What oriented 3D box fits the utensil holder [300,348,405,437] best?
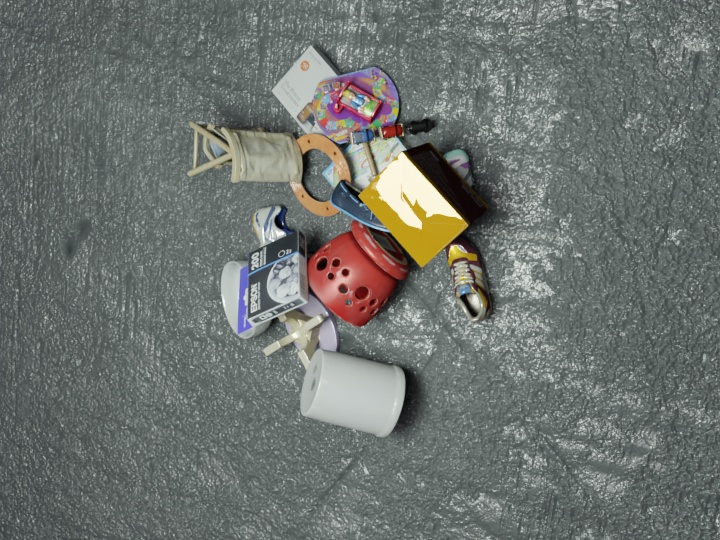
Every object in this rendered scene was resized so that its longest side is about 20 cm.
[{"bbox_3d":[-0.021,0.281,1.695,0.199,0.170,0.171,16,105,-16],"label":"utensil holder"}]

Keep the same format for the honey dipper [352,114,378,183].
[{"bbox_3d":[0.018,-0.267,1.696,0.038,0.038,0.201,-19,87,25],"label":"honey dipper"}]

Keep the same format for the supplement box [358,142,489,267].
[{"bbox_3d":[0.137,-0.142,1.531,0.197,0.200,0.133,48,116,3],"label":"supplement box"}]

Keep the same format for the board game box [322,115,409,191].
[{"bbox_3d":[0.021,-0.246,1.736,0.200,0.034,0.135,-41,79,22],"label":"board game box"}]

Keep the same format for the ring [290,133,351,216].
[{"bbox_3d":[-0.097,-0.229,1.764,0.200,0.019,0.201,17,118,35],"label":"ring"}]

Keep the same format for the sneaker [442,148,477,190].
[{"bbox_3d":[0.166,-0.173,1.656,0.199,0.078,0.141,-22,86,25],"label":"sneaker"}]

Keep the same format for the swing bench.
[{"bbox_3d":[-0.272,-0.278,1.745,0.199,0.198,0.130,13,103,42],"label":"swing bench"}]

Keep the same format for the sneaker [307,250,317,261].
[{"bbox_3d":[-0.157,0.016,1.763,0.070,0.200,0.082,57,152,-12],"label":"sneaker"}]

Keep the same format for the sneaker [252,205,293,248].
[{"bbox_3d":[-0.205,-0.064,1.836,0.088,0.075,0.201,-16,90,24],"label":"sneaker"}]

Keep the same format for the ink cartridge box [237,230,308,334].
[{"bbox_3d":[-0.211,0.025,1.675,0.199,0.043,0.199,-25,46,21],"label":"ink cartridge box"}]

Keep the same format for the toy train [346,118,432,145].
[{"bbox_3d":[0.067,-0.311,1.657,0.199,0.046,0.034,-11,104,-4],"label":"toy train"}]

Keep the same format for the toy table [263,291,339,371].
[{"bbox_3d":[-0.144,0.147,1.811,0.184,0.117,0.200,-44,79,22],"label":"toy table"}]

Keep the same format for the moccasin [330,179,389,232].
[{"bbox_3d":[0.014,-0.146,1.650,0.199,0.080,0.068,27,111,24],"label":"moccasin"}]

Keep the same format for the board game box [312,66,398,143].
[{"bbox_3d":[-0.011,-0.382,1.676,0.199,0.039,0.159,-14,82,-1],"label":"board game box"}]

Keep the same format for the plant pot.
[{"bbox_3d":[0.000,0.000,1.686,0.182,0.200,0.201,-43,79,17],"label":"plant pot"}]

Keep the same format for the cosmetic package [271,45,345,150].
[{"bbox_3d":[-0.097,-0.411,1.762,0.151,0.052,0.200,-43,79,19],"label":"cosmetic package"}]

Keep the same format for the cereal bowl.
[{"bbox_3d":[-0.274,0.068,1.858,0.200,0.083,0.201,20,115,52],"label":"cereal bowl"}]

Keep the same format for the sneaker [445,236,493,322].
[{"bbox_3d":[0.238,0.018,1.638,0.075,0.090,0.201,-24,86,24],"label":"sneaker"}]
